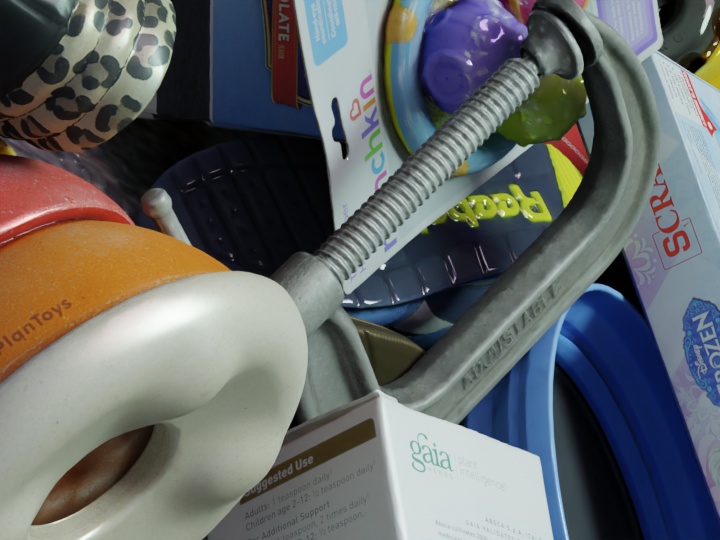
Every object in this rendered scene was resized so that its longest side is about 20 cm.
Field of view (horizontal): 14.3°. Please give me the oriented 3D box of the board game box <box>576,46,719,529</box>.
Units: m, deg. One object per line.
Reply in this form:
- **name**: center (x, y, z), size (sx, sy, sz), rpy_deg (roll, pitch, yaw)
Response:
- **board game box**: center (0.167, 0.029, 1.132), size (0.199, 0.041, 0.200), rpy_deg (21, 48, -59)

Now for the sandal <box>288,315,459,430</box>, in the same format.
- **sandal**: center (-0.040, 0.042, 0.941), size (0.200, 0.082, 0.055), rpy_deg (23, 3, -43)

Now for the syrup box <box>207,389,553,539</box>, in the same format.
- **syrup box**: center (0.015, 0.146, 0.863), size (0.079, 0.081, 0.200), rpy_deg (24, 47, -44)

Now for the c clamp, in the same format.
- **c clamp**: center (0.028, -0.015, 0.911), size (0.200, 0.027, 0.171), rpy_deg (-41, 138, -25)

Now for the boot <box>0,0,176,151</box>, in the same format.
- **boot**: center (-0.151, -0.094, 0.812), size (0.154, 0.074, 0.203), rpy_deg (32, -8, -28)

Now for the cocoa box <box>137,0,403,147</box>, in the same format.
- **cocoa box**: center (0.000, -0.131, 1.055), size (0.200, 0.131, 0.134), rpy_deg (-26, 122, -62)

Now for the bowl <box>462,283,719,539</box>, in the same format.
- **bowl**: center (0.092, 0.105, 1.032), size (0.201, 0.039, 0.201), rpy_deg (48, 33, -47)

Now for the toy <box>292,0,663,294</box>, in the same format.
- **toy**: center (0.059, -0.085, 0.973), size (0.200, 0.047, 0.115), rpy_deg (-41, 131, -44)

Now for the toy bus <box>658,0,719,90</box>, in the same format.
- **toy bus**: center (0.160, -0.159, 1.281), size (0.200, 0.192, 0.136), rpy_deg (62, 1, 17)

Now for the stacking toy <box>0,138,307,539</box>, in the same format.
- **stacking toy**: center (-0.123, -0.001, 0.818), size (0.200, 0.146, 0.146), rpy_deg (48, 25, 23)

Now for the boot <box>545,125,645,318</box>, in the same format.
- **boot**: center (0.101, -0.016, 1.207), size (0.200, 0.072, 0.144), rpy_deg (48, 25, -11)

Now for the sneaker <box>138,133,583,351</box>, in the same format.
- **sneaker**: center (0.000, 0.000, 1.033), size (0.200, 0.082, 0.074), rpy_deg (1, 59, -39)
